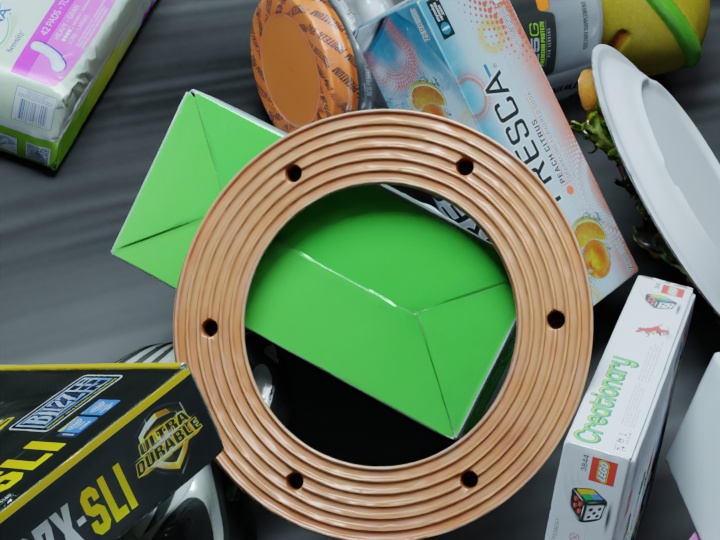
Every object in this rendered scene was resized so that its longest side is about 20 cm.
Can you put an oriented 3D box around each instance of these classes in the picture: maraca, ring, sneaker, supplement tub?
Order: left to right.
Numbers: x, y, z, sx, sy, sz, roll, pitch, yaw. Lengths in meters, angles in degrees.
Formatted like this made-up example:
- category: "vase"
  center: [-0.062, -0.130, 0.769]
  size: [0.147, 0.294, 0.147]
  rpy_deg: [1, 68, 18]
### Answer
- category: "sneaker"
  center: [-0.111, 0.125, 0.982]
  size: [0.115, 0.076, 0.202]
  rpy_deg: [-2, 57, 37]
- category: "ring"
  center: [0.010, 0.026, 0.932]
  size: [0.198, 0.019, 0.203]
  rpy_deg: [-1, 84, 10]
- category: "supplement tub"
  center: [0.040, -0.144, 1.233]
  size: [0.199, 0.123, 0.123]
  rpy_deg: [-19, 53, -29]
- category: "maraca"
  center: [0.155, -0.202, 1.326]
  size: [0.107, 0.137, 0.200]
  rpy_deg: [-41, 52, -2]

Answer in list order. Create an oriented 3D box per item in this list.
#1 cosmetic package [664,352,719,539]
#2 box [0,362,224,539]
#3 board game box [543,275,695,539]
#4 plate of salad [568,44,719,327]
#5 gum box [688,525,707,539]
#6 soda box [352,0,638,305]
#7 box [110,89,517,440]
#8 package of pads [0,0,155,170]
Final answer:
- category: "cosmetic package"
  center: [0.225, 0.130, 0.936]
  size: [0.101, 0.072, 0.201]
  rpy_deg: [9, 31, -17]
- category: "box"
  center: [-0.180, 0.111, 0.881]
  size: [0.159, 0.050, 0.200]
  rpy_deg: [-1, 29, 47]
- category: "board game box"
  center: [0.122, 0.098, 0.971]
  size: [0.034, 0.127, 0.200]
  rpy_deg: [14, 24, 12]
- category: "plate of salad"
  center: [0.181, -0.039, 1.164]
  size: [0.200, 0.048, 0.201]
  rpy_deg: [49, 23, -28]
- category: "gum box"
  center: [0.180, 0.195, 0.945]
  size: [0.113, 0.067, 0.200]
  rpy_deg: [31, 32, 16]
- category: "soda box"
  center: [0.077, -0.066, 1.133]
  size: [0.068, 0.063, 0.201]
  rpy_deg: [-32, 99, -38]
- category: "box"
  center: [0.000, 0.000, 1.036]
  size: [0.199, 0.097, 0.176]
  rpy_deg: [28, 1, 12]
- category: "package of pads"
  center: [-0.218, -0.165, 1.223]
  size: [0.153, 0.069, 0.201]
  rpy_deg: [18, 44, 3]
